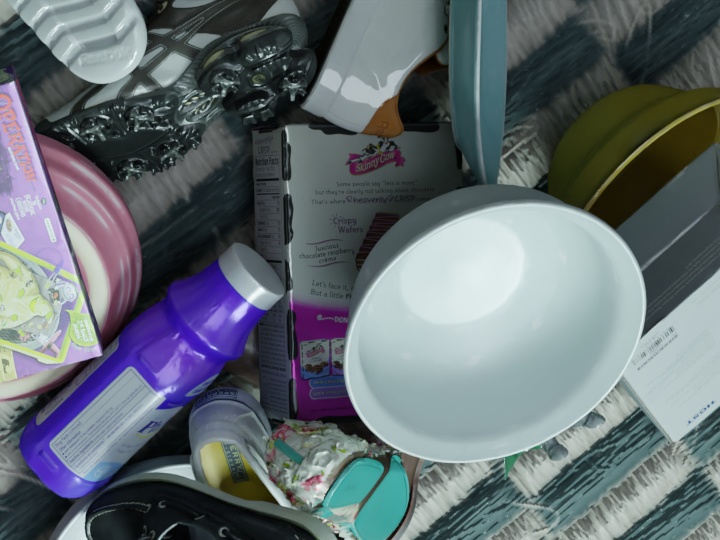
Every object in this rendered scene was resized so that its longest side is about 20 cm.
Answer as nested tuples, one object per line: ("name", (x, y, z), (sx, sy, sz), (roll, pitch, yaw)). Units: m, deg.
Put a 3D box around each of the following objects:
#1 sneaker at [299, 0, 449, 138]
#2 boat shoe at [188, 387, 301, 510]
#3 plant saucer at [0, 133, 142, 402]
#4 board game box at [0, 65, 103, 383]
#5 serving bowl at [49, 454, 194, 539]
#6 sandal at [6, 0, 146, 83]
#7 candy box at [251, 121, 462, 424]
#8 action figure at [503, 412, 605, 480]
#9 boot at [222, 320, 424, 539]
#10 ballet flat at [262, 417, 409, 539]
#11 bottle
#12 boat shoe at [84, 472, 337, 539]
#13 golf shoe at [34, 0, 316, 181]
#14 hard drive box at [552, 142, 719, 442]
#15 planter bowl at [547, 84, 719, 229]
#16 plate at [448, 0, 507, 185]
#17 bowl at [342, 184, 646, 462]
("sneaker", (0.035, -0.180, 1.143), (0.085, 0.073, 0.200), (25, 85, -11))
("boat shoe", (-0.063, 0.181, 1.154), (0.074, 0.086, 0.202), (-13, 116, 8))
("plant saucer", (-0.239, 0.007, 1.116), (0.200, 0.051, 0.201), (-6, 120, -10))
("board game box", (-0.239, -0.018, 1.055), (0.120, 0.032, 0.200), (-13, 123, -2))
("serving bowl", (-0.136, 0.217, 1.236), (0.200, 0.066, 0.201), (-6, 109, -17))
("sandal", (-0.202, -0.208, 1.081), (0.082, 0.050, 0.203), (-26, 99, 12))
("candy box", (0.000, 0.000, 1.179), (0.136, 0.061, 0.201), (-2, 93, -27))
("action figure", (0.114, 0.042, 1.264), (0.118, 0.055, 0.200), (-39, 114, -25))
("boot", (-0.036, 0.104, 1.233), (0.200, 0.064, 0.187), (34, 81, -28))
("ballet flat", (-0.015, 0.133, 1.149), (0.076, 0.064, 0.200), (-55, 160, -8))
("bottle", (-0.135, 0.064, 1.139), (0.200, 0.084, 0.065), (-43, 86, 14))
("boat shoe", (-0.109, 0.180, 1.094), (0.066, 0.199, 0.075), (-38, 129, -48))
("golf shoe", (-0.125, -0.126, 1.130), (0.200, 0.095, 0.078), (-20, 146, 12))
("hard drive box", (0.237, 0.022, 1.235), (0.156, 0.077, 0.200), (-41, 149, 2))
("planter bowl", (0.194, -0.069, 1.226), (0.200, 0.083, 0.201), (-28, 147, -20))
("plate", (0.076, -0.146, 1.131), (0.025, 0.200, 0.201), (1, 109, 10))
("bowl", (0.075, 0.019, 1.112), (0.201, 0.090, 0.201), (-8, 127, -11))
